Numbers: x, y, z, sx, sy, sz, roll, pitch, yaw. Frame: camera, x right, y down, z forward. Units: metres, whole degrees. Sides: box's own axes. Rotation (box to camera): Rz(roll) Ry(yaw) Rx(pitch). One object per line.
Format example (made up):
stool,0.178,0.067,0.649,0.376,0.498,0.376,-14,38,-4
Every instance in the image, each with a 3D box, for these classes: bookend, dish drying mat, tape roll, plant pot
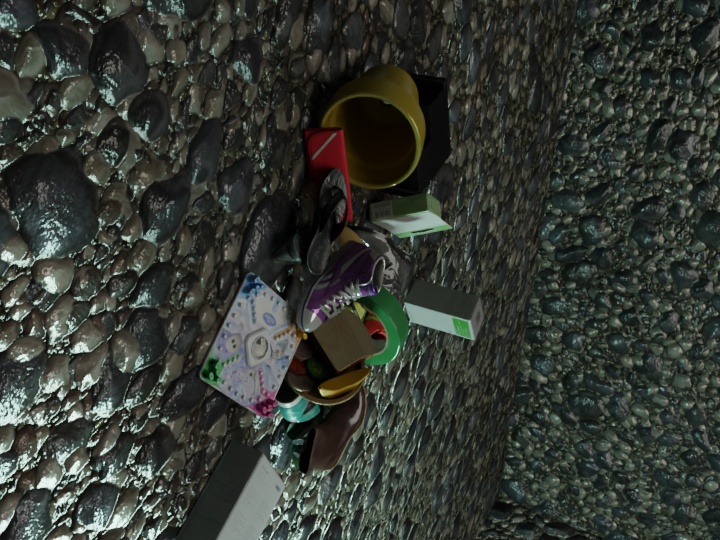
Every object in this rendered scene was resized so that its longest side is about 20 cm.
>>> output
bookend,0.124,-0.306,1.725,0.201,0.091,0.201,-53,146,-37
dish drying mat,-0.060,-0.176,1.423,0.018,0.075,0.203,-91,176,-52
tape roll,0.004,0.104,1.566,0.048,0.197,0.203,-50,146,-41
plant pot,0.035,-0.292,1.442,0.191,0.196,0.204,-70,160,-48

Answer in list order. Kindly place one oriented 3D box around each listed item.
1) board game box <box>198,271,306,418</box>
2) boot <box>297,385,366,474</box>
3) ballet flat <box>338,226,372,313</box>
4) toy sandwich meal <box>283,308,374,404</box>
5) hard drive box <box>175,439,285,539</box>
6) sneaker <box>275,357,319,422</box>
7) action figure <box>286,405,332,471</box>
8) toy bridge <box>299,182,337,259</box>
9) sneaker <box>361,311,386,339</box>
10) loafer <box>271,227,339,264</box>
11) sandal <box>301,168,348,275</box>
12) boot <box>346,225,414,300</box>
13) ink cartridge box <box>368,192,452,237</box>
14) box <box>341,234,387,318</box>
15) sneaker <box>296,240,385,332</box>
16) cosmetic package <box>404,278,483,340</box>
board game box,-0.179,0.139,1.345,0.200,0.025,0.203,46,61,-48
boot,-0.057,0.329,1.592,0.166,0.071,0.204,19,89,-68
ballet flat,0.000,0.000,1.569,0.203,0.068,0.063,62,-2,-18
toy sandwich meal,-0.063,0.165,1.470,0.206,0.204,0.071,-51,176,-41
hard drive box,-0.234,0.445,1.394,0.202,0.075,0.157,-60,152,-29
sneaker,-0.109,0.230,1.535,0.122,0.082,0.201,87,26,-42
action figure,-0.093,0.341,1.675,0.200,0.054,0.121,-43,138,-56
toy bridge,-0.060,-0.067,1.438,0.202,0.027,0.068,61,28,-31
sneaker,0.034,0.139,1.790,0.201,0.083,0.078,-54,149,-39
loafer,-0.104,-0.044,1.439,0.199,0.062,0.073,-9,81,-68
sandal,-0.052,-0.088,1.374,0.075,0.047,0.205,30,69,-50
boot,0.033,-0.004,1.641,0.198,0.069,0.134,30,74,-31
ink cartridge box,0.121,-0.126,1.752,0.199,0.143,0.049,16,67,-66
box,0.010,0.015,1.709,0.202,0.049,0.076,-63,152,-24
sneaker,-0.031,0.040,1.391,0.202,0.113,0.073,-55,140,-10
cosmetic package,0.229,0.106,2.055,0.086,0.196,0.108,-63,150,-26
